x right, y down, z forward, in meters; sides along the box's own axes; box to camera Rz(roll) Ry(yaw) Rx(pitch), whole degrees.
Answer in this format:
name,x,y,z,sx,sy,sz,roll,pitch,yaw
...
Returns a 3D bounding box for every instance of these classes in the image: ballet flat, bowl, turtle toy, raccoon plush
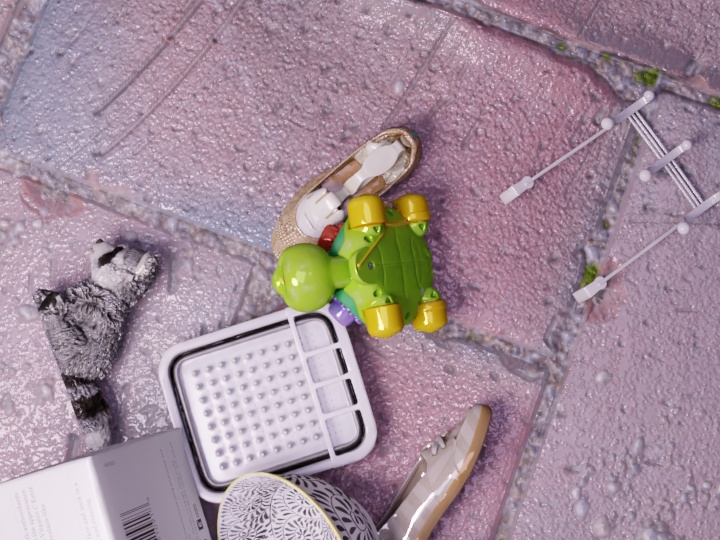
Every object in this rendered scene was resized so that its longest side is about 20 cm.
name,x,y,z,sx,sy,sz,roll,pitch,yaw
ballet flat,-0.017,-0.085,1.301,0.200,0.065,0.071,-44,88,-5
bowl,-0.043,0.280,1.231,0.094,0.201,0.201,-19,84,-44
turtle toy,0.000,0.000,1.253,0.101,0.200,0.146,-13,84,40
raccoon plush,-0.251,0.069,1.282,0.134,0.097,0.201,-20,106,-14

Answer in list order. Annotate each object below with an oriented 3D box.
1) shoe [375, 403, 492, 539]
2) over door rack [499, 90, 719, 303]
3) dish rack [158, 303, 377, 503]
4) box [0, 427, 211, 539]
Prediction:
name,x,y,z,sx,sy,sz,roll,pitch,yaw
shoe,0.070,0.219,1.271,0.053,0.070,0.200,32,84,-1
over door rack,0.273,-0.080,1.312,0.200,0.067,0.148,-35,86,-5
dish rack,-0.096,0.136,1.288,0.199,0.044,0.172,-17,86,-4
box,-0.238,0.272,1.177,0.130,0.200,0.200,-18,86,15
